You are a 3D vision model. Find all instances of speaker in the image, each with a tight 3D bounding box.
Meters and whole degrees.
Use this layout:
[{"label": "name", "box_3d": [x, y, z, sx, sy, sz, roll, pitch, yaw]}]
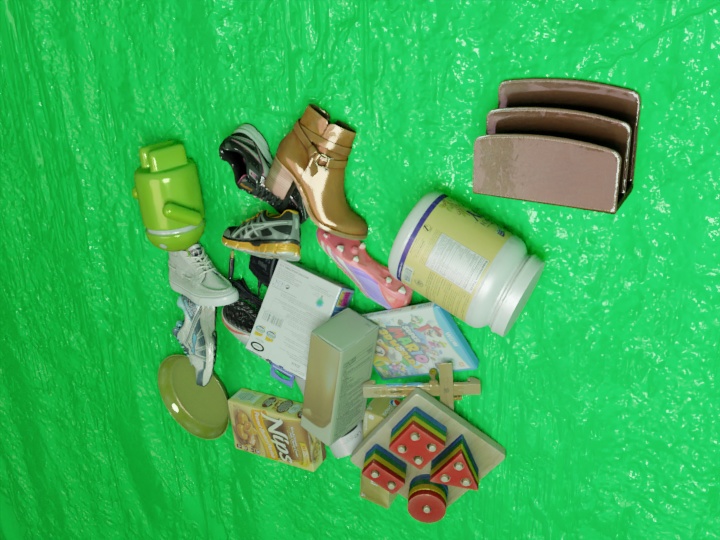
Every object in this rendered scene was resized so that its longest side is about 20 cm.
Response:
[{"label": "speaker", "box_3d": [-0.058, 0.238, 1.513, 0.080, 0.081, 0.204, -18, 102, 38]}]

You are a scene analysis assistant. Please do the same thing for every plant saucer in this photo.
[{"label": "plant saucer", "box_3d": [-0.347, 0.263, 1.749, 0.196, 0.031, 0.205, 16, 121, 27]}]

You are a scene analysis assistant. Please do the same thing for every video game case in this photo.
[{"label": "video game case", "box_3d": [0.083, 0.120, 1.372, 0.197, 0.018, 0.144, -12, 124, 37]}]

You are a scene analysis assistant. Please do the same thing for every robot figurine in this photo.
[{"label": "robot figurine", "box_3d": [-0.344, -0.127, 1.494, 0.174, 0.114, 0.205, 23, 126, 48]}]

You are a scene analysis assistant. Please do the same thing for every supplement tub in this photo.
[{"label": "supplement tub", "box_3d": [0.155, -0.009, 1.206, 0.198, 0.145, 0.148, 31, 127, 16]}]

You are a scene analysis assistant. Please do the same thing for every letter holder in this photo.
[{"label": "letter holder", "box_3d": [0.257, -0.171, 1.088, 0.196, 0.100, 0.146, 12, 117, 28]}]

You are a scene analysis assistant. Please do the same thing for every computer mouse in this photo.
[{"label": "computer mouse", "box_3d": [-0.185, -0.024, 1.495, 0.139, 0.046, 0.204, 29, 126, 35]}]

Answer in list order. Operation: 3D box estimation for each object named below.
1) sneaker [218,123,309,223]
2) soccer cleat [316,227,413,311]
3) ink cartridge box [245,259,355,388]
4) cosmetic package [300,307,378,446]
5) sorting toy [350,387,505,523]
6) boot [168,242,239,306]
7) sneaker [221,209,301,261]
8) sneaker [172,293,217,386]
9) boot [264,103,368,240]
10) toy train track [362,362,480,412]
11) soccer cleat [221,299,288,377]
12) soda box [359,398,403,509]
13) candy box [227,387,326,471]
[{"label": "sneaker", "box_3d": [-0.167, -0.147, 1.388, 0.200, 0.086, 0.081, 46, 131, 4]}, {"label": "soccer cleat", "box_3d": [0.000, 0.000, 1.368, 0.198, 0.067, 0.077, 36, 132, 10]}, {"label": "ink cartridge box", "box_3d": [-0.110, 0.099, 1.425, 0.134, 0.076, 0.204, 23, 93, 22]}, {"label": "cosmetic package", "box_3d": [-0.036, 0.178, 1.373, 0.070, 0.104, 0.204, 28, 126, 29]}, {"label": "sorting toy", "box_3d": [0.111, 0.331, 1.397, 0.197, 0.070, 0.201, 35, 120, -12]}, {"label": "boot", "box_3d": [-0.303, 0.000, 1.545, 0.197, 0.073, 0.098, 15, 119, 42]}, {"label": "sneaker", "box_3d": [-0.161, -0.063, 1.377, 0.197, 0.077, 0.079, 7, 85, 45]}, {"label": "sneaker", "box_3d": [-0.325, 0.131, 1.623, 0.084, 0.078, 0.205, 2, 110, -6]}, {"label": "boot", "box_3d": [-0.042, -0.156, 1.321, 0.198, 0.077, 0.157, 34, 110, 1]}, {"label": "toy train track", "box_3d": [0.102, 0.191, 1.376, 0.194, 0.033, 0.117, -3, 125, 5]}, {"label": "soccer cleat", "box_3d": [-0.182, 0.133, 1.563, 0.199, 0.069, 0.073, 39, 158, 1]}, {"label": "soda box", "box_3d": [0.042, 0.328, 1.500, 0.063, 0.068, 0.205, 16, 121, 25]}, {"label": "candy box", "box_3d": [-0.166, 0.315, 1.639, 0.196, 0.055, 0.118, 9, 118, 30]}]
